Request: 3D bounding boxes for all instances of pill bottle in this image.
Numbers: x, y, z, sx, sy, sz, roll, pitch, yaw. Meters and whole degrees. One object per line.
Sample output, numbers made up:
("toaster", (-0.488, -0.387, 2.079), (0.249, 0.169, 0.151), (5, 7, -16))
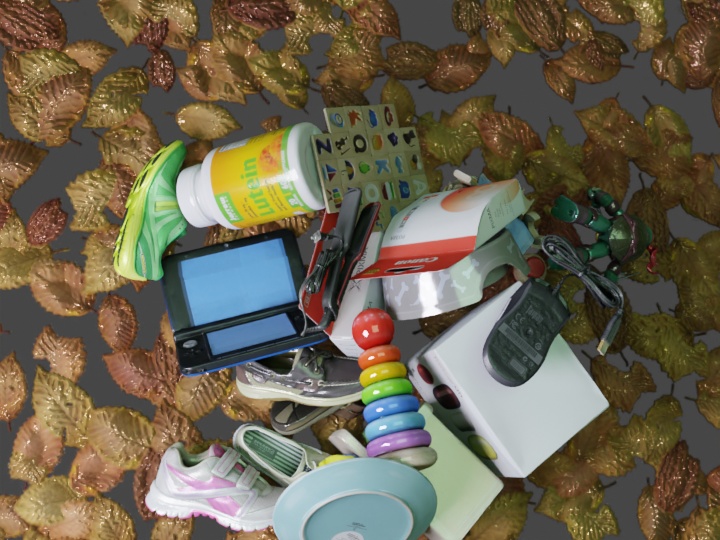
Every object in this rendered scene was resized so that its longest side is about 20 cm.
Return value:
("pill bottle", (-0.139, -0.117, 1.213), (0.197, 0.111, 0.113), (-12, 78, 25))

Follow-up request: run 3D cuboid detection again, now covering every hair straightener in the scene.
("hair straightener", (-0.039, -0.016, 1.127), (0.077, 0.041, 0.202), (35, 68, -31))

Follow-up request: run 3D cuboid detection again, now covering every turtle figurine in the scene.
("turtle figurine", (0.348, -0.048, 1.299), (0.198, 0.100, 0.153), (2, 80, -38))

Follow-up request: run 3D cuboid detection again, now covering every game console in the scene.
("game console", (-0.157, 0.037, 1.218), (0.197, 0.171, 0.120), (-14, 108, -11))

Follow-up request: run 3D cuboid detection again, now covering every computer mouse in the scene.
("computer mouse", (0.230, 0.071, 1.106), (0.140, 0.046, 0.201), (36, 70, -6))

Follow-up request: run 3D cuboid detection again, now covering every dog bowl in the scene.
("dog bowl", (0.116, 0.000, 1.187), (0.197, 0.200, 0.060), (-21, 98, -13))

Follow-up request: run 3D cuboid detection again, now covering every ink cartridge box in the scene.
("ink cartridge box", (0.000, 0.000, 1.209), (0.043, 0.174, 0.203), (1, 62, 28))
("ink cartridge box", (0.090, -0.052, 1.158), (0.199, 0.161, 0.051), (-31, 108, -44))

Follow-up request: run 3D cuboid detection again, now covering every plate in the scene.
("plate", (-0.004, 0.293, 1.083), (0.196, 0.203, 0.026), (-1, 39, -10))

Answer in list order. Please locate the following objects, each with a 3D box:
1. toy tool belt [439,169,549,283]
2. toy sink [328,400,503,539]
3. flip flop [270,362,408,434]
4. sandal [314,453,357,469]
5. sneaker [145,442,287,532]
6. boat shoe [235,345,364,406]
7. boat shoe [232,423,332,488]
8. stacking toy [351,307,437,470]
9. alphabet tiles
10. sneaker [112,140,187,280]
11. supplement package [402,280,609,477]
("toy tool belt", (0.193, -0.057, 1.287), (0.199, 0.123, 0.125), (41, 75, 0))
("toy sink", (0.070, 0.245, 1.203), (0.200, 0.130, 0.112), (43, 75, 2))
("flip flop", (-0.026, 0.173, 1.235), (0.198, 0.081, 0.058), (-26, 121, -20))
("sandal", (-0.028, 0.313, 1.172), (0.086, 0.202, 0.080), (5, 33, -24))
("sneaker", (-0.170, 0.269, 1.167), (0.196, 0.081, 0.090), (9, 96, -4))
("boat shoe", (-0.072, 0.130, 1.197), (0.196, 0.074, 0.066), (-3, 121, 12))
("boat shoe", (-0.078, 0.262, 1.208), (0.197, 0.062, 0.073), (25, 76, -4))
("stacking toy", (0.033, 0.142, 1.116), (0.084, 0.086, 0.203), (-8, 72, -11))
("alphabet tiles", (0.017, -0.136, 1.226), (0.198, 0.006, 0.169), (-13, 89, -44))
("sneaker", (-0.273, -0.079, 1.251), (0.083, 0.074, 0.203), (24, 72, -28))
("supplement package", (0.179, 0.149, 1.203), (0.146, 0.200, 0.192), (-35, 85, -14))
